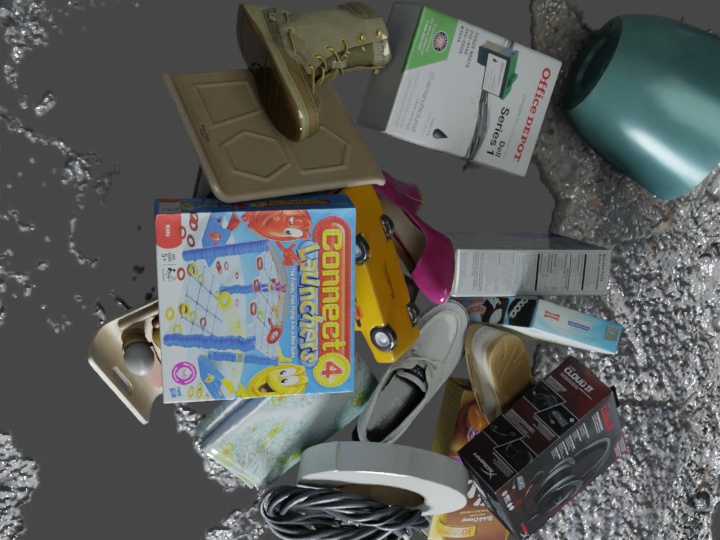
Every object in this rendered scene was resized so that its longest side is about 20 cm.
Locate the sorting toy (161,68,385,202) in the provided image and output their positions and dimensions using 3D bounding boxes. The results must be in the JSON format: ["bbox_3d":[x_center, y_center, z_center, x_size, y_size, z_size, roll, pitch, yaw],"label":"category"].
[{"bbox_3d":[-0.093,-0.144,1.118,0.199,0.185,0.037,-7,143,-29],"label":"sorting toy"}]

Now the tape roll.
[{"bbox_3d":[0.026,0.245,1.243,0.202,0.203,0.037,17,64,-22],"label":"tape roll"}]

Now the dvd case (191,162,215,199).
[{"bbox_3d":[-0.104,-0.095,1.166,0.150,0.025,0.201,17,70,-22],"label":"dvd case"}]

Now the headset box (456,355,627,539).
[{"bbox_3d":[0.227,0.208,1.263,0.200,0.077,0.149,-37,140,-9],"label":"headset box"}]

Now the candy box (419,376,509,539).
[{"bbox_3d":[0.149,0.244,1.358,0.116,0.056,0.201,9,99,-22],"label":"candy box"}]

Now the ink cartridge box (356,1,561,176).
[{"bbox_3d":[0.115,-0.204,1.220,0.200,0.084,0.147,13,98,-28],"label":"ink cartridge box"}]

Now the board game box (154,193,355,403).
[{"bbox_3d":[-0.105,0.028,1.073,0.195,0.056,0.201,-3,108,-9],"label":"board game box"}]

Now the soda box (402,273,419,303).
[{"bbox_3d":[-0.036,0.014,1.235,0.200,0.063,0.071,18,95,-22],"label":"soda box"}]

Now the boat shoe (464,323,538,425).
[{"bbox_3d":[0.169,0.140,1.279,0.074,0.069,0.200,-32,130,-20],"label":"boat shoe"}]

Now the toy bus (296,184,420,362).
[{"bbox_3d":[0.000,0.000,1.159,0.065,0.078,0.200,-42,122,-47],"label":"toy bus"}]

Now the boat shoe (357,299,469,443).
[{"bbox_3d":[0.061,0.120,1.233,0.072,0.066,0.200,38,86,3],"label":"boat shoe"}]

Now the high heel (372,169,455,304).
[{"bbox_3d":[0.041,-0.042,1.188,0.096,0.200,0.067,11,134,-26],"label":"high heel"}]

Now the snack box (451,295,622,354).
[{"bbox_3d":[0.200,0.060,1.256,0.116,0.200,0.037,17,84,-23],"label":"snack box"}]

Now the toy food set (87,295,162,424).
[{"bbox_3d":[-0.176,0.084,1.153,0.200,0.060,0.144,-25,139,0],"label":"toy food set"}]

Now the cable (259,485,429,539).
[{"bbox_3d":[-0.022,0.296,1.257,0.200,0.163,0.051,19,65,-21],"label":"cable"}]

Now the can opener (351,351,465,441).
[{"bbox_3d":[0.059,0.140,1.297,0.079,0.063,0.200,39,87,-16],"label":"can opener"}]

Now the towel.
[{"bbox_3d":[-0.078,0.159,1.211,0.200,0.048,0.171,-41,150,-5],"label":"towel"}]

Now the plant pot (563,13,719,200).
[{"bbox_3d":[0.339,-0.208,1.259,0.161,0.201,0.201,26,92,-10],"label":"plant pot"}]

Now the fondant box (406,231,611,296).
[{"bbox_3d":[0.172,-0.010,1.262,0.199,0.144,0.058,1,100,-20],"label":"fondant box"}]

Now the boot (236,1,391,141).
[{"bbox_3d":[-0.035,-0.217,1.126,0.155,0.200,0.073,-8,136,-21],"label":"boot"}]
